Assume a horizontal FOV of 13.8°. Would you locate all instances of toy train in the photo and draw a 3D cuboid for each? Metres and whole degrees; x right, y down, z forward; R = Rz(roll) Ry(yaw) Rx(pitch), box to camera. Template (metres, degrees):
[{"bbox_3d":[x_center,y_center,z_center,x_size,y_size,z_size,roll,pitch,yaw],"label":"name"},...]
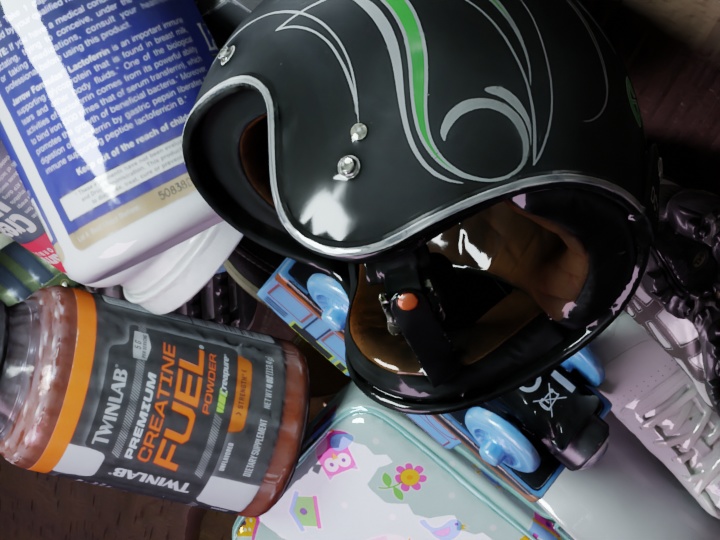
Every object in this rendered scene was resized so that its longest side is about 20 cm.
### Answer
[{"bbox_3d":[0.042,0.035,1.538,0.200,0.087,0.114,40,163,-4],"label":"toy train"}]

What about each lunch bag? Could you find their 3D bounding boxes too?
[{"bbox_3d":[0.041,0.160,1.735,0.200,0.077,0.160,39,116,-5],"label":"lunch bag"}]

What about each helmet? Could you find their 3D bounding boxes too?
[{"bbox_3d":[0.026,-0.055,1.339,0.200,0.200,0.191,54,-171,-52],"label":"helmet"}]

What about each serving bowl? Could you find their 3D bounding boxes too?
[{"bbox_3d":[0.158,0.124,1.692,0.200,0.066,0.200,41,-171,-8],"label":"serving bowl"}]

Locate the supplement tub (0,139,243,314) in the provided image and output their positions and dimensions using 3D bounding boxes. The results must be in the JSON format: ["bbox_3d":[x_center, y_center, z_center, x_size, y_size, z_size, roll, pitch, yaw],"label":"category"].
[{"bbox_3d":[-0.158,-0.080,1.615,0.200,0.141,0.140,34,161,-19],"label":"supplement tub"}]

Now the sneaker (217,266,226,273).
[{"bbox_3d":[-0.128,-0.057,1.776,0.090,0.079,0.200,-3,152,26],"label":"sneaker"}]

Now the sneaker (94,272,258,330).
[{"bbox_3d":[-0.168,0.021,1.893,0.199,0.076,0.081,-2,-166,-30],"label":"sneaker"}]

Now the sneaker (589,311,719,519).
[{"bbox_3d":[0.189,0.080,1.592,0.200,0.075,0.100,35,-157,-44],"label":"sneaker"}]

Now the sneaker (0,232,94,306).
[{"bbox_3d":[-0.202,0.024,1.730,0.199,0.090,0.067,-14,154,7],"label":"sneaker"}]

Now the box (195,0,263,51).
[{"bbox_3d":[-0.002,-0.085,1.521,0.200,0.050,0.158,34,161,-14],"label":"box"}]

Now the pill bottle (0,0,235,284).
[{"bbox_3d":[-0.131,-0.105,1.441,0.201,0.115,0.116,64,158,0],"label":"pill bottle"}]

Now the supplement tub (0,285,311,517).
[{"bbox_3d":[-0.136,0.070,1.669,0.199,0.107,0.107,13,167,-19],"label":"supplement tub"}]

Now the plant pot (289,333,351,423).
[{"bbox_3d":[0.034,0.118,1.847,0.186,0.186,0.200,8,138,46],"label":"plant pot"}]

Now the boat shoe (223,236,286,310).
[{"bbox_3d":[0.000,0.000,1.726,0.199,0.073,0.065,25,142,26],"label":"boat shoe"}]

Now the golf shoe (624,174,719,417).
[{"bbox_3d":[0.168,0.006,1.507,0.094,0.078,0.200,36,167,39],"label":"golf shoe"}]
